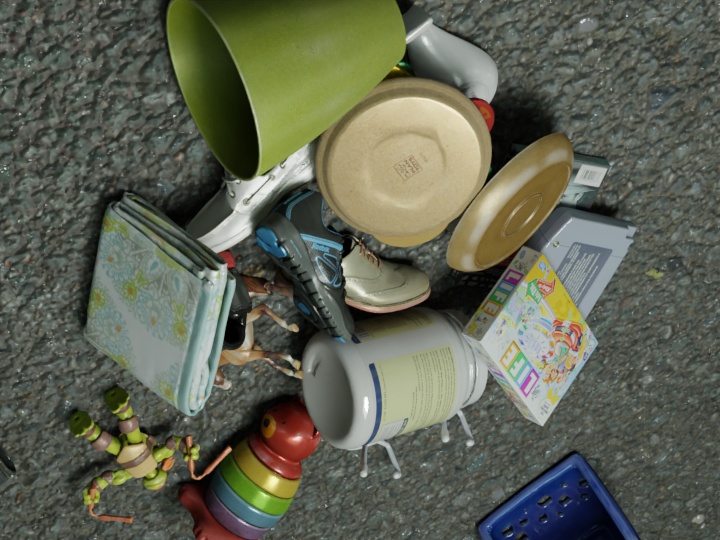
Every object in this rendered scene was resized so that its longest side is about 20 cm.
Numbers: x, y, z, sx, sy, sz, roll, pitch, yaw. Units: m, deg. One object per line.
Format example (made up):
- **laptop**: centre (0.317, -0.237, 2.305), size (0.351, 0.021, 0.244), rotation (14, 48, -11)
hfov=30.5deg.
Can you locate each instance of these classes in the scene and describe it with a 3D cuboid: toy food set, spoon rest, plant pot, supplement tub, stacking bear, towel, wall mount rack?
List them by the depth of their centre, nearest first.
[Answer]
- **plant pot**: centre (-0.061, -0.214, 1.300), size (0.198, 0.187, 0.189), rotation (-26, 135, -22)
- **toy food set**: centre (0.049, -0.121, 1.410), size (0.199, 0.049, 0.198), rotation (33, 114, -26)
- **towel**: centre (-0.219, 0.037, 1.430), size (0.048, 0.170, 0.202), rotation (-25, 142, -48)
- **spoon rest**: centre (0.088, -0.224, 1.432), size (0.099, 0.061, 0.200), rotation (-35, 146, 7)
- **plant pot**: centre (0.178, -0.070, 1.514), size (0.199, 0.027, 0.201), rotation (-39, 158, -19)
- **supplement tub**: centre (0.042, 0.126, 1.612), size (0.198, 0.145, 0.146), rotation (-12, 132, -32)
- **stacking bear**: centre (-0.125, 0.254, 1.686), size (0.113, 0.122, 0.201), rotation (28, 105, -36)
- **wall mount rack**: centre (0.069, 0.218, 1.717), size (0.198, 0.075, 0.174), rotation (-26, 161, 12)
- **plant pot**: centre (0.324, 0.428, 1.968), size (0.199, 0.201, 0.180), rotation (-37, 138, 8)

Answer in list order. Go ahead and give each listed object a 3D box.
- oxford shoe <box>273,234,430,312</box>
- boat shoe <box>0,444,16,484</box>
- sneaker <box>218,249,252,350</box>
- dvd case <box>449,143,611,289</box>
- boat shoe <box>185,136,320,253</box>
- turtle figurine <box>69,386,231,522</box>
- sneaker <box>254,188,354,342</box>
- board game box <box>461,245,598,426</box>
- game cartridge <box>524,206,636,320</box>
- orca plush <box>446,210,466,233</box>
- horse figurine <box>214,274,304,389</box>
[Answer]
- **oxford shoe**: centre (0.000, 0.000, 1.556), size (0.197, 0.071, 0.075), rotation (3, 123, -26)
- **boat shoe**: centre (-0.442, 0.179, 1.512), size (0.056, 0.069, 0.202), rotation (-21, 139, -17)
- **sneaker**: centre (-0.182, 0.068, 1.489), size (0.070, 0.098, 0.201), rotation (-21, 157, -48)
- **dvd case**: centre (0.209, -0.059, 1.635), size (0.144, 0.022, 0.202), rotation (5, 125, -28)
- **boat shoe**: centre (-0.119, -0.099, 1.426), size (0.200, 0.071, 0.069), rotation (-41, 132, -1)
- **turtle figurine**: centre (-0.271, 0.215, 1.613), size (0.198, 0.065, 0.162), rotation (-24, 126, 8)
- **sneaker**: centre (-0.041, -0.001, 1.455), size (0.082, 0.073, 0.201), rotation (-47, 137, -21)
- **board game box**: centre (0.213, 0.084, 1.631), size (0.135, 0.034, 0.200), rotation (-53, 135, -14)
- **game cartridge**: centre (0.250, 0.011, 1.673), size (0.132, 0.042, 0.201), rotation (12, 122, -27)
- **orca plush**: centre (0.068, -0.132, 1.493), size (0.199, 0.072, 0.105), rotation (37, 132, -25)
- **horse figurine**: centre (-0.131, 0.067, 1.546), size (0.131, 0.050, 0.202), rotation (12, 134, 10)
